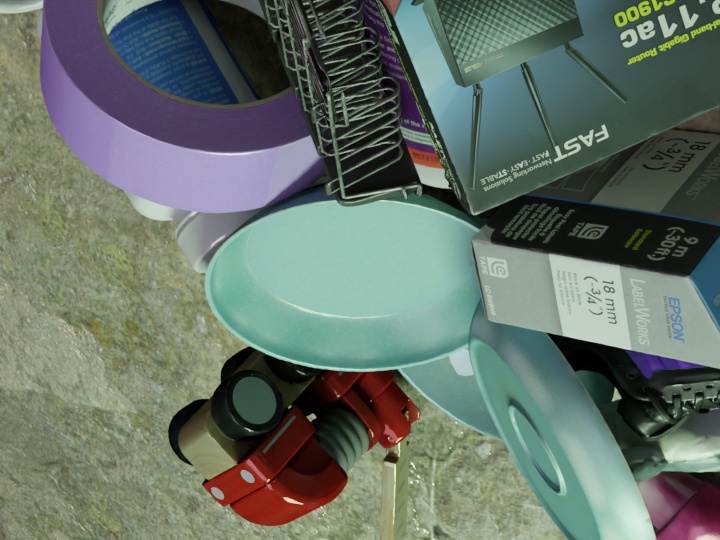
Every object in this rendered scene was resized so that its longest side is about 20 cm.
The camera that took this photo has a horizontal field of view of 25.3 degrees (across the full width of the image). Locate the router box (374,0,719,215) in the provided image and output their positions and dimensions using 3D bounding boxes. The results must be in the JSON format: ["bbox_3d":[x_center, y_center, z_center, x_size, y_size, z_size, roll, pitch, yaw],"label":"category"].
[{"bbox_3d":[0.113,-0.138,0.818,0.062,0.200,0.150,-111,-4,-64],"label":"router box"}]

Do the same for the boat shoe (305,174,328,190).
[{"bbox_3d":[0.003,-0.060,1.075,0.200,0.075,0.062,-13,117,54],"label":"boat shoe"}]

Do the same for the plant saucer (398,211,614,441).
[{"bbox_3d":[0.093,0.033,1.105,0.201,0.039,0.201,24,138,24],"label":"plant saucer"}]

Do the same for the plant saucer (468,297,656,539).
[{"bbox_3d":[0.118,0.105,0.992,0.200,0.027,0.200,60,171,16],"label":"plant saucer"}]

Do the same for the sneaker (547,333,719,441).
[{"bbox_3d":[0.201,0.061,0.961,0.200,0.100,0.070,16,162,21],"label":"sneaker"}]

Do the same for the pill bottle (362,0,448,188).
[{"bbox_3d":[0.055,-0.153,0.909,0.112,0.112,0.200,17,134,30],"label":"pill bottle"}]

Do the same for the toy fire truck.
[{"bbox_3d":[-0.024,0.135,1.191,0.200,0.176,0.129,48,141,-6],"label":"toy fire truck"}]

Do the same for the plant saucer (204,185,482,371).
[{"bbox_3d":[0.000,0.000,1.036,0.199,0.036,0.200,0,146,0],"label":"plant saucer"}]

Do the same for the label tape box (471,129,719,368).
[{"bbox_3d":[0.185,-0.016,0.895,0.200,0.144,0.063,11,129,34],"label":"label tape box"}]

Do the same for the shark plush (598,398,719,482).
[{"bbox_3d":[0.232,0.099,1.024,0.199,0.091,0.083,-7,150,9],"label":"shark plush"}]

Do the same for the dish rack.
[{"bbox_3d":[-0.020,-0.123,0.823,0.200,0.054,0.154,80,168,-75],"label":"dish rack"}]

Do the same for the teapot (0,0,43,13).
[{"bbox_3d":[-0.246,-0.263,1.052,0.146,0.200,0.198,6,102,-11],"label":"teapot"}]

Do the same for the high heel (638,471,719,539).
[{"bbox_3d":[0.218,0.223,1.146,0.096,0.067,0.200,36,129,27],"label":"high heel"}]

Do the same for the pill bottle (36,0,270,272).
[{"bbox_3d":[-0.124,-0.104,1.071,0.200,0.112,0.112,60,143,11],"label":"pill bottle"}]

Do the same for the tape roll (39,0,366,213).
[{"bbox_3d":[-0.093,-0.135,0.975,0.200,0.200,0.066,36,147,10],"label":"tape roll"}]
